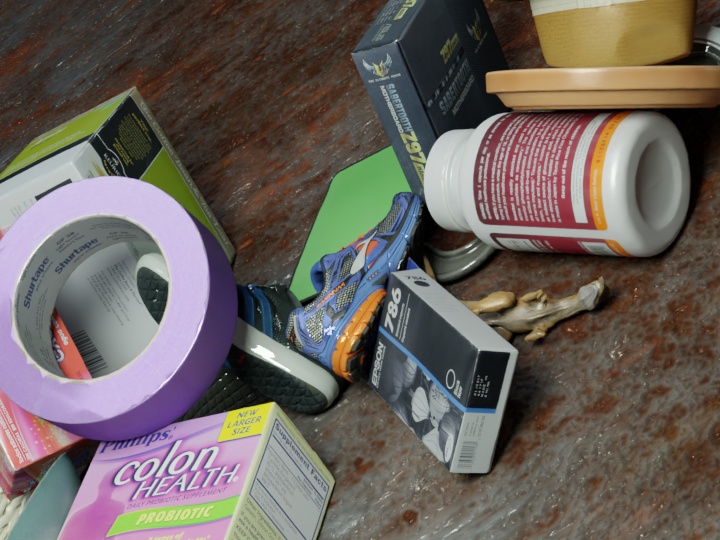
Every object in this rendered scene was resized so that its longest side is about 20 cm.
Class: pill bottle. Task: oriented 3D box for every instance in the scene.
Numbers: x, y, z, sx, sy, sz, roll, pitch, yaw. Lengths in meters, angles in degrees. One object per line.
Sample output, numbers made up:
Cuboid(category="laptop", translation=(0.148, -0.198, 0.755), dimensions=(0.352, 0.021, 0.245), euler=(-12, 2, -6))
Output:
Cuboid(category="pill bottle", translation=(0.153, -0.071, 1.300), dimensions=(0.199, 0.113, 0.113), euler=(4, 49, 41))

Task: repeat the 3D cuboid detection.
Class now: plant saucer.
Cuboid(category="plant saucer", translation=(-0.267, 0.244, 1.301), dimensions=(0.201, 0.036, 0.200), euler=(-63, 0, 0))
Cuboid(category="plant saucer", translation=(0.197, -0.141, 1.266), dimensions=(0.199, 0.033, 0.200), euler=(-1, 4, 0))

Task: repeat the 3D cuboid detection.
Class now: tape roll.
Cuboid(category="tape roll", translation=(-0.200, 0.030, 1.286), dimensions=(0.199, 0.066, 0.202), euler=(-6, 70, 17))

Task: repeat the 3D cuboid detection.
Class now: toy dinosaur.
Cuboid(category="toy dinosaur", translation=(0.106, 0.036, 1.289), dimensions=(0.199, 0.061, 0.106), euler=(2, 24, 39))

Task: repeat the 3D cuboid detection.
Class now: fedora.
Cuboid(category="fedora", translation=(0.207, -0.205, 1.317), dimensions=(0.199, 0.082, 0.201), euler=(-6, 7, 1))

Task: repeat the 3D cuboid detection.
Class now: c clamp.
Cuboid(category="c clamp", translation=(0.088, -0.065, 1.455), dimensions=(0.171, 0.027, 0.200), euler=(-39, 30, -5))

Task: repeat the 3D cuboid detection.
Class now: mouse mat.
Cuboid(category="mouse mat", translation=(0.006, -0.054, 1.522), dimensions=(0.160, 0.008, 0.201), euler=(-24, 33, 37))

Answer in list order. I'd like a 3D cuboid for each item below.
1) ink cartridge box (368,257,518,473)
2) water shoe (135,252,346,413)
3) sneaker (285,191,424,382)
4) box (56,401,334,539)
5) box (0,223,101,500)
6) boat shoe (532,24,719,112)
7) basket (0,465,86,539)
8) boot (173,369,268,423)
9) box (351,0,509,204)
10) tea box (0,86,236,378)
Cuboid(category="ink cartridge box", translation=(0.052, 0.068, 1.248), dimensions=(0.039, 0.100, 0.200), euler=(4, 18, -24))
Cuboid(category="water shoe", translation=(-0.097, 0.041, 1.364), dimensions=(0.079, 0.200, 0.072), euler=(-55, 2, -38))
Cuboid(category="sneaker", translation=(0.000, 0.000, 1.349), dimensions=(0.078, 0.076, 0.200), euler=(18, 46, 15))
Cuboid(category="box", translation=(-0.137, 0.216, 1.226), dimensions=(0.175, 0.097, 0.201), euler=(-14, 37, 30))
Cuboid(category="box", translation=(-0.299, 0.079, 1.382), dimensions=(0.094, 0.201, 0.103), euler=(-24, -13, -23))
Cuboid(category="boat shoe", translation=(0.232, -0.151, 1.396), dimensions=(0.199, 0.069, 0.057), euler=(-17, 38, 40))
Cuboid(category="basket", translation=(-0.357, 0.187, 1.466), dimensions=(0.135, 0.124, 0.200), euler=(-2, 44, 43))
Cuboid(category="boot", translation=(-0.155, 0.095, 1.452), dimensions=(0.199, 0.068, 0.131), euler=(-35, 25, 0))
Cuboid(category="box", translation=(0.072, -0.178, 1.465), dimensions=(0.051, 0.158, 0.200), euler=(-11, 28, 29))
Cuboid(category="tea box", translation=(-0.240, -0.033, 1.542), dimensions=(0.133, 0.201, 0.197), euler=(-23, 19, 22))
